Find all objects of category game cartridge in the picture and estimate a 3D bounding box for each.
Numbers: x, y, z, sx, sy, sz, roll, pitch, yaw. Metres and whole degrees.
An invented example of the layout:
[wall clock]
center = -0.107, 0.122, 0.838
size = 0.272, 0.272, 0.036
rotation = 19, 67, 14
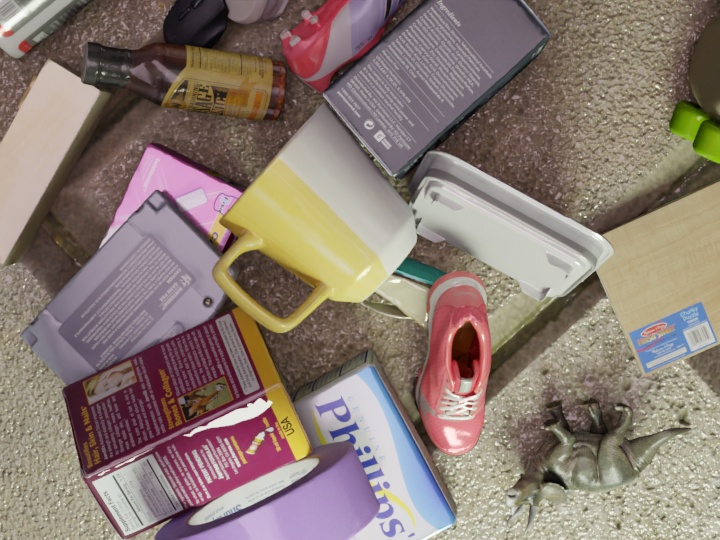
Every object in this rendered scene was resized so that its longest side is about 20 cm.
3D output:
[game cartridge]
center = -0.219, 0.038, 1.537
size = 0.133, 0.042, 0.200
rotation = 44, 96, -4

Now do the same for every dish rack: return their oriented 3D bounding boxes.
[dish rack]
center = 0.134, -0.034, 1.520
size = 0.199, 0.172, 0.044
rotation = 29, 76, 0

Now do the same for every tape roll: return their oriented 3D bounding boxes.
[tape roll]
center = -0.084, 0.227, 1.429
size = 0.199, 0.200, 0.066
rotation = -25, 93, 3

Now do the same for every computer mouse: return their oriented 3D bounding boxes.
[computer mouse]
center = -0.139, -0.282, 1.533
size = 0.059, 0.034, 0.200
rotation = 54, 127, 21

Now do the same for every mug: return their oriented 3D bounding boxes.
[mug]
center = -0.041, -0.038, 1.487
size = 0.153, 0.149, 0.187
rotation = 42, 97, -6

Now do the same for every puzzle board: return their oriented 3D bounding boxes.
[puzzle board]
center = 0.346, -0.002, 1.595
size = 0.199, 0.017, 0.152
rotation = -24, 94, 4

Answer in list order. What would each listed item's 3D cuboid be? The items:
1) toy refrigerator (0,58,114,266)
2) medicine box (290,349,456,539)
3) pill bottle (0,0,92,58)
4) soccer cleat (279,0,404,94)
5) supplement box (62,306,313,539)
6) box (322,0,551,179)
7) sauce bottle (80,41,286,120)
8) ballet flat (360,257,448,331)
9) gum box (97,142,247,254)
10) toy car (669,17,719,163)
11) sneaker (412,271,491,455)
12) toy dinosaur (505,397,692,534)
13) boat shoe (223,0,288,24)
[toy refrigerator]
center = -0.330, -0.109, 1.577
size = 0.070, 0.076, 0.201
rotation = 31, 95, -1
[medicine box]
center = -0.031, 0.209, 1.578
size = 0.199, 0.103, 0.183
rotation = -29, 93, 4
[pill bottle]
center = -0.295, -0.312, 1.542
size = 0.199, 0.114, 0.114
rotation = -38, 92, 3
[soccer cleat]
center = 0.009, -0.262, 1.570
size = 0.200, 0.067, 0.077
rotation = -41, 123, -1
[supplement box]
center = -0.163, 0.141, 1.479
size = 0.199, 0.131, 0.104
rotation = -24, 131, -3
[box]
center = 0.074, -0.192, 1.520
size = 0.200, 0.148, 0.107
rotation = -42, 89, 4
[sauce bottle]
center = -0.173, -0.189, 1.547
size = 0.198, 0.066, 0.067
rotation = 6, 94, -15
[ballet flat]
center = 0.000, 0.000, 1.585
size = 0.199, 0.069, 0.070
rotation = 28, 94, -1
[gum box]
center = -0.200, -0.013, 1.584
size = 0.113, 0.066, 0.201
rotation = 26, 95, 1
[toy car]
center = 0.427, -0.174, 1.523
size = 0.198, 0.158, 0.165
rotation = 16, 107, -11
[sneaker]
center = 0.092, 0.106, 1.553
size = 0.073, 0.087, 0.202
rotation = -3, 116, -4
[toy dinosaur]
center = 0.233, 0.186, 1.594
size = 0.198, 0.077, 0.103
rotation = -12, 106, -2
[boat shoe]
center = -0.073, -0.333, 1.537
size = 0.072, 0.068, 0.201
rotation = 30, 114, 32
